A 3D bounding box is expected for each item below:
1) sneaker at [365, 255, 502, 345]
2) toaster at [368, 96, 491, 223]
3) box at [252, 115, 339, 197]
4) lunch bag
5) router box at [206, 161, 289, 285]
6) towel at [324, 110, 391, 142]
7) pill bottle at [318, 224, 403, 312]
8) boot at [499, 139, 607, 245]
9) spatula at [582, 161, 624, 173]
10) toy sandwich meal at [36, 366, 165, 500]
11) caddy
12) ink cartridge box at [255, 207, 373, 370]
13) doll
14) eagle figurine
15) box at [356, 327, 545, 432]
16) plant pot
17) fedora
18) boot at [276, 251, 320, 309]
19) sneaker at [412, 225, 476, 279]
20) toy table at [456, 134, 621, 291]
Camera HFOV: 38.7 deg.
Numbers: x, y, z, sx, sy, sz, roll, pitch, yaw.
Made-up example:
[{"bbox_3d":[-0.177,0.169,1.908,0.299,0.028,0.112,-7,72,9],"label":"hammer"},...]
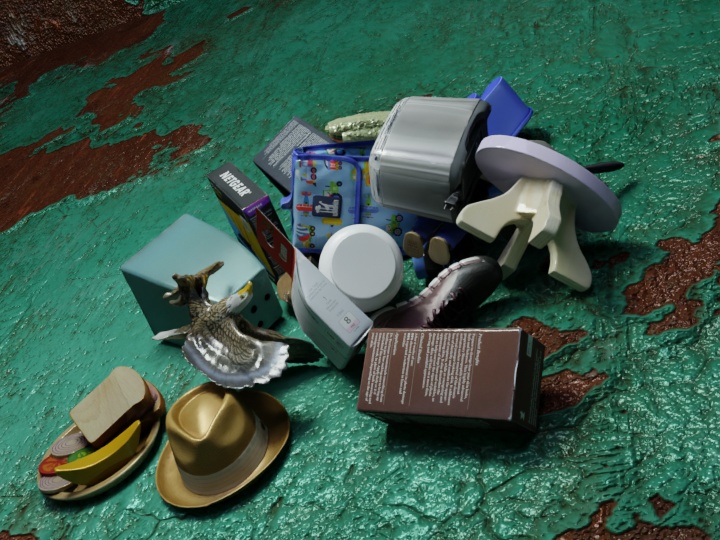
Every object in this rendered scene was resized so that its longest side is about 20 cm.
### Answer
[{"bbox_3d":[0.103,0.071,1.276,0.198,0.076,0.116,-32,34,7],"label":"sneaker"},{"bbox_3d":[0.092,-0.145,1.345,0.127,0.115,0.201,9,48,18],"label":"toaster"},{"bbox_3d":[-0.061,-0.137,1.619,0.107,0.149,0.200,-44,32,-3],"label":"box"},{"bbox_3d":[-0.019,-0.106,1.489,0.197,0.153,0.094,-3,28,-9],"label":"lunch bag"},{"bbox_3d":[-0.168,-0.074,1.620,0.051,0.151,0.200,-30,29,-12],"label":"router box"},{"bbox_3d":[0.046,-0.216,1.513,0.197,0.037,0.148,-5,12,-6],"label":"towel"},{"bbox_3d":[0.000,0.000,1.330,0.110,0.112,0.200,-26,-2,-3],"label":"pill bottle"},{"bbox_3d":[0.239,-0.120,1.464,0.179,0.073,0.200,-17,34,-15],"label":"boot"},{"bbox_3d":[0.277,-0.140,1.380,0.197,0.021,0.056,-1,-6,-28],"label":"spatula"},{"bbox_3d":[-0.353,0.218,1.372,0.202,0.071,0.206,-19,30,11],"label":"toy sandwich meal"},{"bbox_3d":[0.190,-0.209,1.616,0.141,0.105,0.200,-27,18,52],"label":"caddy"},{"bbox_3d":[-0.073,0.028,1.276,0.057,0.199,0.163,-48,-5,-14],"label":"ink cartridge box"},{"bbox_3d":[0.129,-0.091,1.403,0.135,0.049,0.200,14,44,29],"label":"doll"},{"bbox_3d":[-0.163,0.079,1.319,0.151,0.200,0.151,-38,-10,-27],"label":"eagle figurine"},{"bbox_3d":[0.100,0.120,1.146,0.198,0.075,0.102,-2,70,36],"label":"box"},{"bbox_3d":[-0.220,0.030,1.509,0.198,0.143,0.141,17,49,41],"label":"plant pot"},{"bbox_3d":[-0.183,0.198,1.263,0.198,0.083,0.202,-19,30,12],"label":"fedora"},{"bbox_3d":[-0.077,0.037,1.474,0.075,0.074,0.201,-40,23,11],"label":"boot"},{"bbox_3d":[0.130,-0.060,1.462,0.077,0.071,0.201,-5,40,21],"label":"sneaker"},{"bbox_3d":[0.217,-0.067,1.279,0.198,0.184,0.118,24,69,7],"label":"toy table"}]
